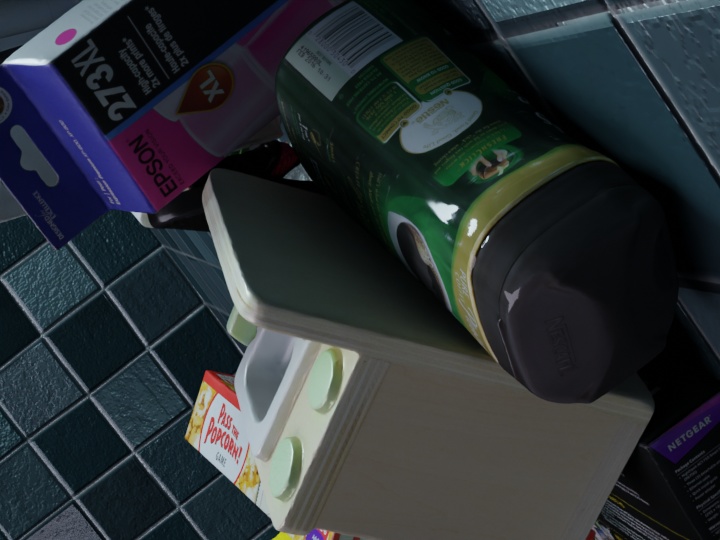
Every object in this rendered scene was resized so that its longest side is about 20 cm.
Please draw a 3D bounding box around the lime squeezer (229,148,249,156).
[{"bbox_3d":[-0.073,-0.145,1.010,0.038,0.071,0.200,22,127,48],"label":"lime squeezer"}]

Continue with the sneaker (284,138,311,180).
[{"bbox_3d":[-0.018,-0.052,1.149,0.087,0.074,0.200,14,173,-24],"label":"sneaker"}]

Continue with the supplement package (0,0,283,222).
[{"bbox_3d":[-0.179,-0.131,0.922,0.147,0.200,0.192,2,110,61],"label":"supplement package"}]

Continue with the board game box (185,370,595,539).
[{"bbox_3d":[0.010,0.117,0.952,0.151,0.046,0.200,14,-173,-29],"label":"board game box"}]

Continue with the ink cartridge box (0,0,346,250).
[{"bbox_3d":[-0.081,-0.097,0.798,0.037,0.200,0.095,42,167,52],"label":"ink cartridge box"}]

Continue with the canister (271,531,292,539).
[{"bbox_3d":[0.035,0.168,1.242,0.087,0.200,0.149,51,171,8],"label":"canister"}]

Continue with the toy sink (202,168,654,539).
[{"bbox_3d":[0.010,0.051,0.813,0.200,0.112,0.130,15,-156,-22],"label":"toy sink"}]

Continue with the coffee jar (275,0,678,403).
[{"bbox_3d":[0.050,-0.034,0.753,0.200,0.085,0.104,46,166,40],"label":"coffee jar"}]

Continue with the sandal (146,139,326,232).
[{"bbox_3d":[-0.062,-0.049,0.940,0.200,0.075,0.045,0,-108,-77],"label":"sandal"}]

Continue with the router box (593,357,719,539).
[{"bbox_3d":[0.150,0.107,0.896,0.149,0.051,0.200,58,170,-20],"label":"router box"}]

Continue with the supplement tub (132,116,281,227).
[{"bbox_3d":[-0.163,-0.144,1.210,0.200,0.145,0.145,51,171,10],"label":"supplement tub"}]
